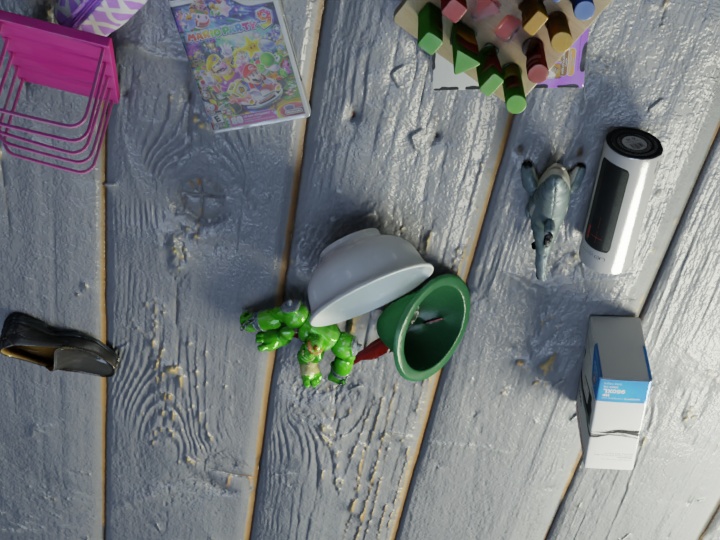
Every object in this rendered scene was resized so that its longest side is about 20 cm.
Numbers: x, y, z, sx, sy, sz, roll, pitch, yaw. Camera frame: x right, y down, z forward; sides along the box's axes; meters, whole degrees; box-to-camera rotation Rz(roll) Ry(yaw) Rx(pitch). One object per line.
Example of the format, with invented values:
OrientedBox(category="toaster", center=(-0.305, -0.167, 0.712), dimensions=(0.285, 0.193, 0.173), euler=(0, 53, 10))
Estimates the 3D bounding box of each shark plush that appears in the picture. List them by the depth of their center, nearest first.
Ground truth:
OrientedBox(category="shark plush", center=(0.258, -0.071, 1.534), dimensions=(0.090, 0.084, 0.202), euler=(11, 128, -6))

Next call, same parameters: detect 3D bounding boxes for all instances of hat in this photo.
OrientedBox(category="hat", center=(0.048, 0.070, 1.690), dimensions=(0.201, 0.175, 0.166), euler=(-54, 138, -12))

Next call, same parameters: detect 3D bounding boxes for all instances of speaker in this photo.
OrientedBox(category="speaker", center=(0.364, -0.094, 1.513), dimensions=(0.080, 0.082, 0.202), euler=(5, 129, -1))

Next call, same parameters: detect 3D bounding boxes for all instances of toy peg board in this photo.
OrientedBox(category="toy peg board", center=(0.173, -0.298, 1.258), dimensions=(0.199, 0.098, 0.199), euler=(31, 123, -20))

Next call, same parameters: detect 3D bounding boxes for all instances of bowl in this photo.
OrientedBox(category="bowl", center=(0.000, 0.000, 1.574), dimensions=(0.200, 0.200, 0.091), euler=(-30, 77, 24))

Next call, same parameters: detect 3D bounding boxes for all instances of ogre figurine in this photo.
OrientedBox(category="ogre figurine", center=(-0.084, 0.107, 1.691), dimensions=(0.200, 0.098, 0.120), euler=(47, 137, -1))

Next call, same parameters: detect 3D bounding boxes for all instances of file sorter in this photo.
OrientedBox(category="file sorter", center=(-0.393, -0.217, 1.366), dimensions=(0.137, 0.127, 0.200), euler=(13, 167, -7))

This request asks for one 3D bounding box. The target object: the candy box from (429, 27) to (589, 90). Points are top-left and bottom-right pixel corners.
OrientedBox(category="candy box", center=(0.185, -0.318, 1.350), dimensions=(0.197, 0.072, 0.169), euler=(0, 129, 2))

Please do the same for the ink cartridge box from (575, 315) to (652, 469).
OrientedBox(category="ink cartridge box", center=(0.396, 0.194, 1.697), dimensions=(0.083, 0.145, 0.202), euler=(2, 128, 3))

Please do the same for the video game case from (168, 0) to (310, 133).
OrientedBox(category="video game case", center=(-0.158, -0.282, 1.431), dimensions=(0.141, 0.018, 0.202), euler=(-8, 127, 10))

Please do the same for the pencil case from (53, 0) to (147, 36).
OrientedBox(category="pencil case", center=(-0.298, -0.361, 1.333), dimensions=(0.084, 0.086, 0.199), euler=(41, 121, -18))

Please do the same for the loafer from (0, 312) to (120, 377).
OrientedBox(category="loafer", center=(-0.491, 0.139, 1.748), dimensions=(0.198, 0.073, 0.073), euler=(18, 126, -12))
